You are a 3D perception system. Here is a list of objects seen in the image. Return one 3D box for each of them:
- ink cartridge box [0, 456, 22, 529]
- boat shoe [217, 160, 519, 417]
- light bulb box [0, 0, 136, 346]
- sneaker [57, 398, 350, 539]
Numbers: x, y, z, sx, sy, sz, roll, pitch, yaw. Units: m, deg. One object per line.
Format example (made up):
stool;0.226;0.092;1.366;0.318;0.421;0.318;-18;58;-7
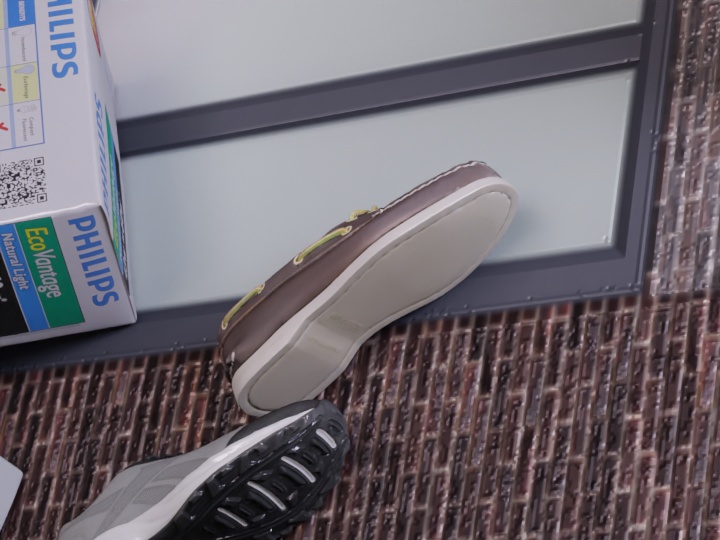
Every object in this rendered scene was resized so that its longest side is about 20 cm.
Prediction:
ink cartridge box;-0.318;0.102;1.579;0.146;0.200;0.083;11;68;38
boat shoe;0.000;0.000;1.497;0.200;0.072;0.060;-41;50;17
light bulb box;-0.248;-0.062;1.631;0.199;0.125;0.199;-9;55;1
sneaker;-0.095;0.125;1.491;0.200;0.074;0.080;-34;44;16
